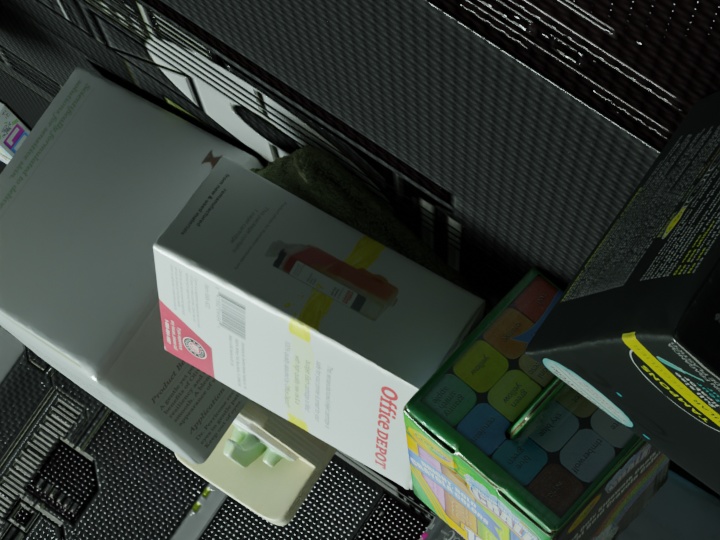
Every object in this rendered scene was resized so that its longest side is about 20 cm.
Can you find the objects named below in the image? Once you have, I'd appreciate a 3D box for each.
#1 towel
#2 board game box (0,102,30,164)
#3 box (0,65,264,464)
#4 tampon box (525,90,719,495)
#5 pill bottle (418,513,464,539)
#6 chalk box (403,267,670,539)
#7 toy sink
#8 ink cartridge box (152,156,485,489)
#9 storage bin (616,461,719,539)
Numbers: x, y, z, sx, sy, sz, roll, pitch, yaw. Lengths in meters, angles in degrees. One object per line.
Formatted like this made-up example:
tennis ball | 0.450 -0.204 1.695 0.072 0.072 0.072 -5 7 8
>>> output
towel | 0.000 0.000 1.520 0.200 0.037 0.148 44 154 -16
board game box | -0.411 -0.168 2.341 0.199 0.034 0.135 31 170 27
box | -0.164 -0.005 1.718 0.199 0.200 0.171 29 169 33
tampon box | 0.169 0.019 0.799 0.150 0.127 0.200 36 172 -4
pill bottle | 0.117 0.213 1.822 0.116 0.201 0.116 34 171 6
chalk box | 0.109 0.096 1.383 0.124 0.124 0.200 40 163 20
toy sink | -0.075 0.076 1.807 0.130 0.201 0.112 30 173 34
ink cartridge box | -0.027 0.036 1.475 0.199 0.084 0.145 29 153 14
storage bin | 0.186 0.188 1.585 0.199 0.146 0.134 30 172 27
